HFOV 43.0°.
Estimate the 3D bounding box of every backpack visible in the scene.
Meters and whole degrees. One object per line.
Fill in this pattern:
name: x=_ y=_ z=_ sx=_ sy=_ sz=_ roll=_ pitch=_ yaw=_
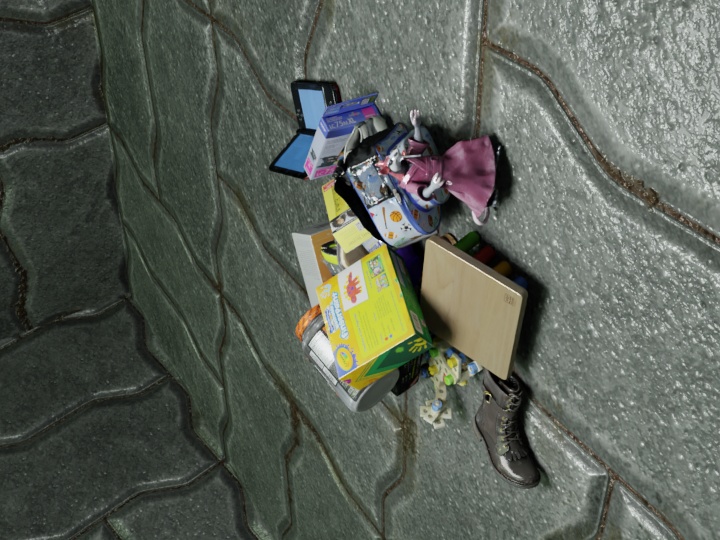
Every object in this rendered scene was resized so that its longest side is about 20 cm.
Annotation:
backpack: x=0.072 y=-0.146 z=1.581 sx=0.152 sy=0.200 sz=0.193 roll=-12 pitch=110 yaw=32

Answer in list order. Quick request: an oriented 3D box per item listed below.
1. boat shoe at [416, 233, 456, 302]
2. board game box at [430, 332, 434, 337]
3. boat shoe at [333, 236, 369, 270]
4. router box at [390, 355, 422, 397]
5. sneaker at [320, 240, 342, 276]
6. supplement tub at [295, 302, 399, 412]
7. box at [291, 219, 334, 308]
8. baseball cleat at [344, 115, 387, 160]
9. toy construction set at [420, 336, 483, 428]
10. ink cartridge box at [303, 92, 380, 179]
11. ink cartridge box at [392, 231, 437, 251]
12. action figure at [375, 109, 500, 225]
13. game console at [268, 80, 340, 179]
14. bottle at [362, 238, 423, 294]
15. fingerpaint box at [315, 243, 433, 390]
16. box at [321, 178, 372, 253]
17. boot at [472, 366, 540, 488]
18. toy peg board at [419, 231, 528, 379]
boat shoe: x=0.140 y=0.027 z=1.700 sx=0.070 sy=0.070 sz=0.202 roll=44 pitch=144 yaw=43
board game box: x=0.074 y=0.075 z=1.895 sx=0.201 sy=0.044 sz=0.135 roll=60 pitch=153 yaw=20
boat shoe: x=-0.021 y=-0.069 z=1.839 sx=0.064 sy=0.072 sz=0.202 roll=-30 pitch=38 yaw=35
router box: x=0.052 y=0.126 z=1.776 sx=0.150 sy=0.062 sz=0.202 roll=42 pitch=146 yaw=29
sneaker: x=0.000 y=0.000 z=1.861 sx=0.199 sy=0.073 sz=0.082 roll=28 pitch=140 yaw=46
supplement tub: x=-0.029 y=0.161 z=1.745 sx=0.200 sy=0.122 sz=0.123 roll=48 pitch=148 yaw=24
box: x=-0.054 y=-0.003 z=2.000 sx=0.097 sy=0.123 sz=0.203 roll=11 pitch=119 yaw=60
baseball cleat: x=0.018 y=-0.189 z=1.736 sx=0.069 sy=0.106 sz=0.203 roll=22 pitch=130 yaw=50
toy construction set: x=0.167 y=0.205 z=1.768 sx=0.131 sy=0.091 sz=0.202 roll=51 pitch=138 yaw=33
ink cartridge box: x=-0.033 y=-0.257 z=1.771 sx=0.042 sy=0.118 sz=0.201 roll=61 pitch=153 yaw=21
ink cartridge box: x=0.064 y=-0.144 z=1.690 sx=0.037 sy=0.094 sz=0.203 roll=-19 pitch=91 yaw=65
action figure: x=0.121 y=-0.161 z=1.463 sx=0.149 sy=0.197 sz=0.136 roll=92 pitch=180 yaw=-64
game console: x=-0.126 y=-0.300 z=1.927 sx=0.199 sy=0.118 sz=0.175 roll=21 pitch=128 yaw=57
bottle: x=0.058 y=-0.042 z=1.768 sx=0.200 sy=0.065 sz=0.084 roll=49 pitch=156 yaw=1
fingerpaint box: x=0.022 y=0.083 z=1.634 sx=0.073 sy=0.166 sz=0.202 roll=36 pitch=-151 yaw=-48
box: x=-0.021 y=-0.114 z=1.693 sx=0.050 sy=0.075 sz=0.201 roll=54 pitch=-168 yaw=-29
boot: x=0.263 y=0.272 z=1.637 sx=0.200 sy=0.068 sz=0.176 roll=52 pitch=150 yaw=37
toy peg board: x=0.210 y=0.044 z=1.572 sx=0.198 sy=0.097 sz=0.202 roll=32 pitch=140 yaw=29
